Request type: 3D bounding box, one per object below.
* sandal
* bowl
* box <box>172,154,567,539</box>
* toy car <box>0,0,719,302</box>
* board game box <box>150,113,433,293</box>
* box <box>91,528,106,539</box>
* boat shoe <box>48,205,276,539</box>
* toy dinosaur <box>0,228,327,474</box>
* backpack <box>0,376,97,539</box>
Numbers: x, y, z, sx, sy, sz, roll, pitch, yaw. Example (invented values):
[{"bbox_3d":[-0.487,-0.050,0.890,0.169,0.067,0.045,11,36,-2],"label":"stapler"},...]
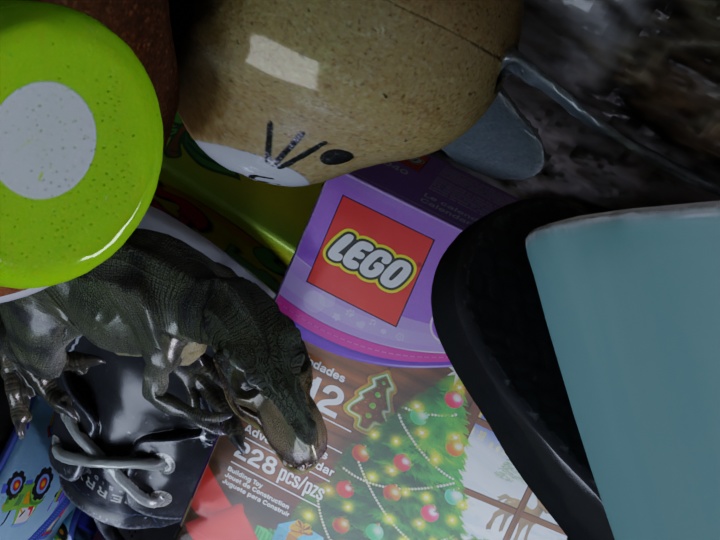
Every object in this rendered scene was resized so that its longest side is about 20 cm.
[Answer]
[{"bbox_3d":[0.080,0.074,0.713,0.200,0.075,0.045,57,141,3],"label":"sandal"},{"bbox_3d":[0.135,0.045,0.630,0.200,0.106,0.201,1,175,0],"label":"bowl"},{"bbox_3d":[0.060,0.067,0.771,0.199,0.137,0.039,26,-156,6],"label":"box"},{"bbox_3d":[-0.023,-0.048,0.657,0.199,0.158,0.164,21,177,-28],"label":"toy car"},{"bbox_3d":[0.000,0.000,0.843,0.200,0.048,0.102,33,162,2],"label":"board game box"},{"bbox_3d":[-0.006,0.130,1.046,0.200,0.097,0.176,48,170,-29],"label":"box"},{"bbox_3d":[-0.060,0.042,0.865,0.072,0.068,0.200,31,162,8],"label":"boat shoe"},{"bbox_3d":[-0.069,0.010,0.732,0.199,0.048,0.088,21,156,33],"label":"toy dinosaur"},{"bbox_3d":[-0.162,0.044,0.968,0.182,0.201,0.135,16,159,23],"label":"backpack"}]
